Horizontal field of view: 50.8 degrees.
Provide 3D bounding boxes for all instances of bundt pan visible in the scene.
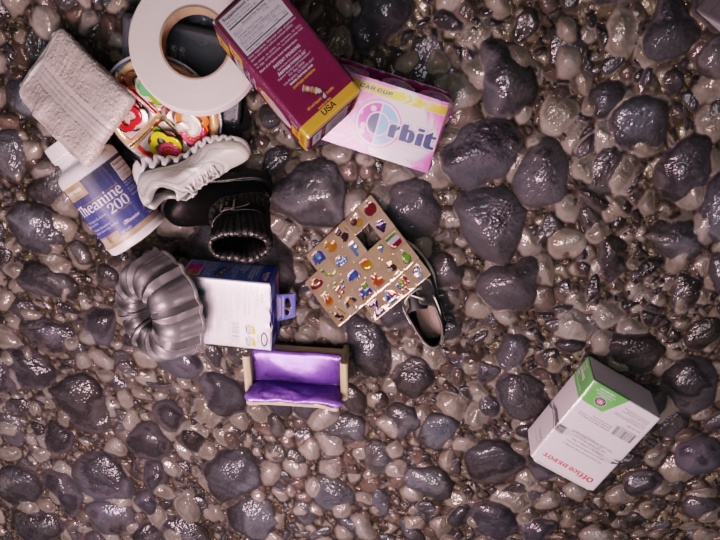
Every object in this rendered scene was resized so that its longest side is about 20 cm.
[{"bbox_3d":[-0.360,0.069,1.322,0.199,0.075,0.206,21,122,37],"label":"bundt pan"}]

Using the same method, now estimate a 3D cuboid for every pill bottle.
[{"bbox_3d":[-0.428,-0.137,1.261,0.109,0.112,0.202,-27,109,19],"label":"pill bottle"}]

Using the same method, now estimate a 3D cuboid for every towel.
[{"bbox_3d":[-0.444,-0.271,1.175,0.199,0.034,0.133,42,99,19],"label":"towel"}]

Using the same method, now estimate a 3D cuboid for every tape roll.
[{"bbox_3d":[-0.243,-0.336,1.129,0.197,0.037,0.208,0,91,-4],"label":"tape roll"}]

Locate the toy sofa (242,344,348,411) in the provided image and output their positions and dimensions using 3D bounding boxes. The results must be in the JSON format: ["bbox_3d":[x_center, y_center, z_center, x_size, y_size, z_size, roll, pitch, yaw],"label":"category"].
[{"bbox_3d":[-0.118,0.190,1.395,0.195,0.098,0.085,3,118,6],"label":"toy sofa"}]

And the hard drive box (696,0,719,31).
[{"bbox_3d":[0.552,-0.312,1.002,0.154,0.201,0.077,34,116,-12],"label":"hard drive box"}]

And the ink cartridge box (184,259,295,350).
[{"bbox_3d":[-0.215,0.062,1.354,0.195,0.077,0.139,6,117,6],"label":"ink cartridge box"}]

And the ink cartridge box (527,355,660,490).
[{"bbox_3d":[0.418,0.280,1.379,0.144,0.085,0.202,29,116,-8],"label":"ink cartridge box"}]

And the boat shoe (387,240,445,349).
[{"bbox_3d":[0.099,0.041,1.311,0.070,0.068,0.203,-17,110,17],"label":"boat shoe"}]

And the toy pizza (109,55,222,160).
[{"bbox_3d":[-0.317,-0.245,1.204,0.195,0.032,0.203,6,130,6],"label":"toy pizza"}]

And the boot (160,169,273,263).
[{"bbox_3d":[-0.238,-0.078,1.232,0.206,0.160,0.080,-13,139,13],"label":"boot"}]

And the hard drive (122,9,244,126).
[{"bbox_3d":[-0.276,-0.318,1.197,0.195,0.033,0.142,12,117,1],"label":"hard drive"}]

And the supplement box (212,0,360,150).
[{"bbox_3d":[-0.101,-0.283,1.059,0.103,0.131,0.201,-40,93,-2],"label":"supplement box"}]

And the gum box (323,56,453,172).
[{"bbox_3d":[0.040,-0.239,1.176,0.195,0.067,0.116,17,118,-1],"label":"gum box"}]

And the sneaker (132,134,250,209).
[{"bbox_3d":[-0.266,-0.155,1.215,0.196,0.082,0.076,-18,149,4],"label":"sneaker"}]

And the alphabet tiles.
[{"bbox_3d":[0.000,0.000,1.303,0.199,0.008,0.168,-40,85,24],"label":"alphabet tiles"}]
